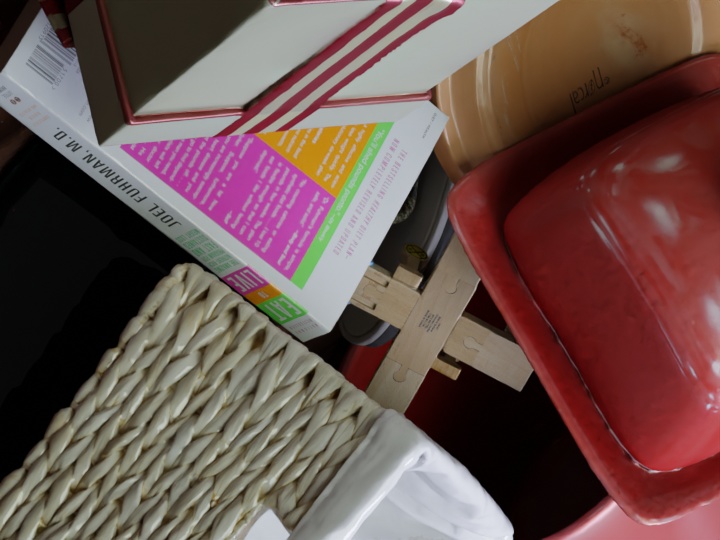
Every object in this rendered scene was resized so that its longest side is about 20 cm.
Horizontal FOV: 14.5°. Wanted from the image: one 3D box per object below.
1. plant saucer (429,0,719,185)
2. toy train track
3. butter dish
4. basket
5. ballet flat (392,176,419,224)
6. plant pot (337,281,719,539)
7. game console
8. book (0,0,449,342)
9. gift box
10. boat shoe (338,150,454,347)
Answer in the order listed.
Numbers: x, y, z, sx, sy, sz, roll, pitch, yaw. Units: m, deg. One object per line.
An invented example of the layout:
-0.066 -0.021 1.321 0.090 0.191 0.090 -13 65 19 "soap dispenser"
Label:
0.119 -0.113 1.435 0.200 0.032 0.201 -11 111 -31 "plant saucer"
0.000 0.000 1.439 0.199 0.033 0.115 28 115 -4 "toy train track"
0.178 -0.010 1.360 0.199 0.148 0.200 -27 83 -24 "butter dish"
-0.060 0.133 1.343 0.198 0.161 0.200 -51 158 -4 "basket"
0.021 -0.118 1.433 0.068 0.075 0.201 -7 112 -35 "ballet flat"
0.108 0.103 1.524 0.201 0.200 0.177 -52 140 -7 "plant pot"
-0.152 0.058 1.417 0.200 0.116 0.176 -49 159 -9 "game console"
-0.067 -0.078 1.334 0.200 0.048 0.134 39 58 -20 "book"
-0.032 -0.170 1.249 0.184 0.187 0.201 -1 72 -32 "gift box"
0.053 -0.046 1.492 0.057 0.067 0.201 22 91 -35 "boat shoe"
